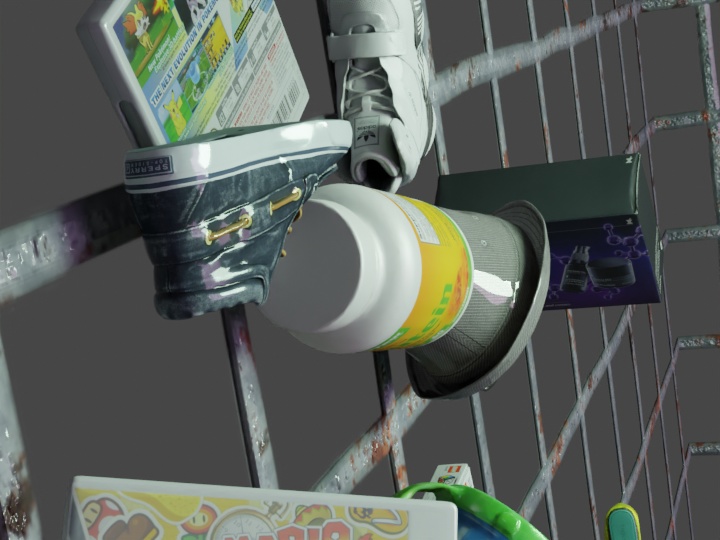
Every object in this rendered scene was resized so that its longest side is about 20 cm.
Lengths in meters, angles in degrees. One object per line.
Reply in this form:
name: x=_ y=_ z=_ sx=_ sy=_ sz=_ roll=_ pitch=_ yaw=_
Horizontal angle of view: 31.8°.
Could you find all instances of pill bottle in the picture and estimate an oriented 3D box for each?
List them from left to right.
pill bottle: x=0.000 y=0.000 z=0.865 sx=0.200 sy=0.110 sz=0.113 roll=4 pitch=82 yaw=-69

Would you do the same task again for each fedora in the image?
fedora: x=0.068 y=0.008 z=1.032 sx=0.090 sy=0.177 sz=0.201 roll=31 pitch=31 yaw=-25

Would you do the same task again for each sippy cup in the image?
sippy cup: x=0.082 y=0.260 z=0.980 sx=0.131 sy=0.177 sz=0.140 roll=-48 pitch=151 yaw=-20

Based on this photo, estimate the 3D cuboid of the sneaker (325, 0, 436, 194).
sneaker: x=0.010 y=-0.145 z=0.970 sx=0.116 sy=0.074 sz=0.202 roll=-72 pitch=153 yaw=-50

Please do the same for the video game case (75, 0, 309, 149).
video game case: x=-0.093 y=-0.124 z=0.775 sx=0.201 sy=0.022 sz=0.184 roll=-71 pitch=149 yaw=-45

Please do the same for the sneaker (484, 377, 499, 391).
sneaker: x=0.110 y=0.076 z=1.175 sx=0.200 sy=0.074 sz=0.081 roll=1 pitch=93 yaw=-76

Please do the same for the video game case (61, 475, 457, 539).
video game case: x=-0.050 y=0.198 z=0.609 sx=0.023 sy=0.197 sz=0.185 roll=130 pitch=-35 yaw=-69

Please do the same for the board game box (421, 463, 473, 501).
board game box: x=0.086 y=0.293 z=1.133 sx=0.126 sy=0.034 sz=0.203 roll=-50 pitch=132 yaw=-60

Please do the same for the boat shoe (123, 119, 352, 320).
boat shoe: x=-0.063 y=-0.034 z=0.721 sx=0.200 sy=0.070 sz=0.092 roll=-24 pitch=110 yaw=-60

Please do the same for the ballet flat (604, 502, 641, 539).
ballet flat: x=0.394 y=0.446 z=1.873 sx=0.067 sy=0.066 sz=0.203 roll=34 pitch=52 yaw=-80

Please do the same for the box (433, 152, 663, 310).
box: x=0.183 y=-0.031 z=1.228 sx=0.142 sy=0.197 sz=0.080 roll=62 pitch=31 yaw=-44
